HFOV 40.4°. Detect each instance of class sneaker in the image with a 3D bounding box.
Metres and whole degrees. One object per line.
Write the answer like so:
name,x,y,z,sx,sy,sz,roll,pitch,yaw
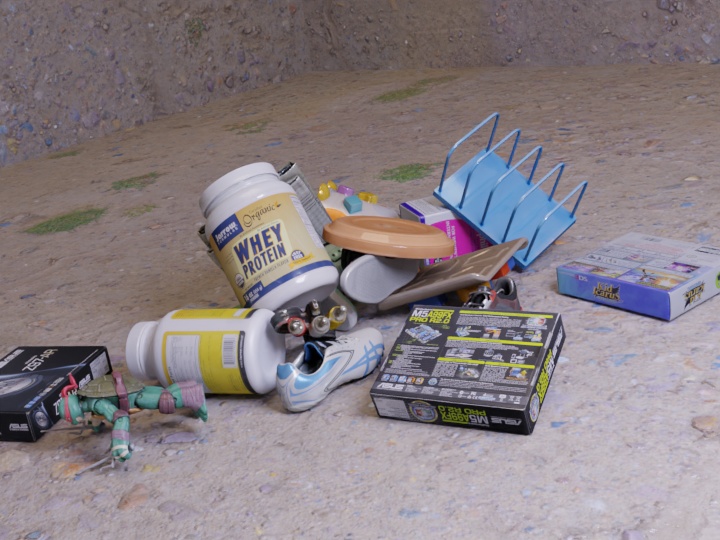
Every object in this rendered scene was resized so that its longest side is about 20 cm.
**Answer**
sneaker,-0.039,0.012,1.509,0.118,0.074,0.200,-28,39,-24
sneaker,0.153,0.064,1.320,0.077,0.083,0.200,5,24,34
sneaker,0.000,0.000,1.434,0.099,0.071,0.200,7,15,30
sneaker,-0.034,0.114,1.283,0.071,0.073,0.200,4,22,37

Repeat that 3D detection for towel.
towel,-0.138,-0.054,1.544,0.192,0.200,0.035,-37,49,-2

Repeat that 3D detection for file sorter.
file sorter,0.241,-0.135,1.563,0.200,0.123,0.139,41,62,19

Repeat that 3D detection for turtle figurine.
turtle figurine,-0.294,0.175,1.203,0.198,0.102,0.150,-9,19,-17

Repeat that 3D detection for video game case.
video game case,0.420,0.004,1.424,0.180,0.046,0.199,-21,22,-33

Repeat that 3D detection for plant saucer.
plant saucer,0.043,-0.053,1.457,0.199,0.033,0.200,7,12,-1

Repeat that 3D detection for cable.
cable,-0.069,0.086,1.318,0.096,0.051,0.200,-15,-19,-8

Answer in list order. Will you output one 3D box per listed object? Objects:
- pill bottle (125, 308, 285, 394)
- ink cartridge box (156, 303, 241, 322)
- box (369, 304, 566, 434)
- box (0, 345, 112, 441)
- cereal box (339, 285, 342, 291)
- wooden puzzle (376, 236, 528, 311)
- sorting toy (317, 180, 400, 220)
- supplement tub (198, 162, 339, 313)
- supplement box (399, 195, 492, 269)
pill bottle,-0.209,0.108,1.315,0.198,0.113,0.112,-1,21,20
ink cartridge box,-0.211,0.079,1.499,0.145,0.048,0.200,8,28,41
box,0.130,0.114,1.179,0.199,0.044,0.161,2,41,28
box,-0.467,0.168,1.367,0.159,0.044,0.200,-1,21,20
cereal box,-0.014,-0.008,1.660,0.198,0.040,0.144,-14,20,-10
wooden puzzle,0.145,0.015,1.470,0.184,0.047,0.200,-17,8,34
sorting toy,0.012,-0.098,1.784,0.178,0.108,0.200,8,9,4
supplement tub,-0.133,-0.037,1.388,0.144,0.201,0.144,-28,-12,-7
supplement box,0.180,-0.078,1.674,0.199,0.102,0.103,-15,21,-15
